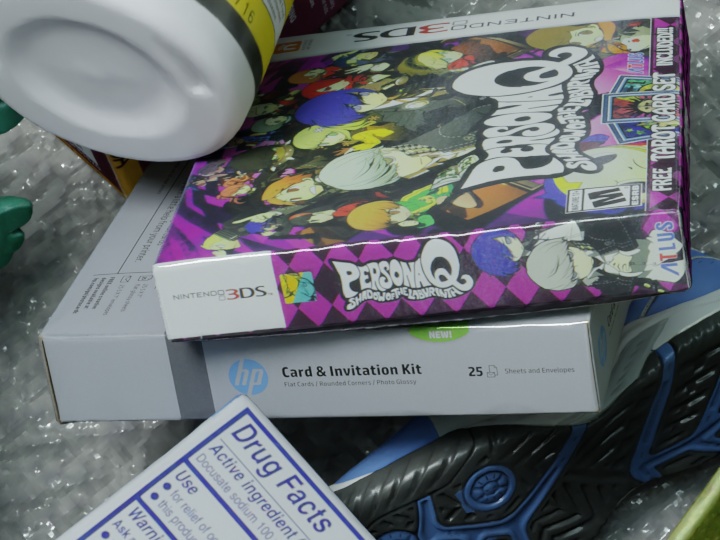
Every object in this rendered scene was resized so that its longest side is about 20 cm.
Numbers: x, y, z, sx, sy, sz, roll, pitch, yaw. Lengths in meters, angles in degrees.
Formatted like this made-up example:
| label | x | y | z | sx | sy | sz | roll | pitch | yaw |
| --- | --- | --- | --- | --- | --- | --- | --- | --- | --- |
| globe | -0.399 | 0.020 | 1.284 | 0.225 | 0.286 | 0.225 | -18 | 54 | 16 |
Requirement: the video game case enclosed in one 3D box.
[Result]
| label | x | y | z | sx | sy | sz | roll | pitch | yaw |
| --- | --- | --- | --- | --- | --- | --- | --- | --- | --- |
| video game case | 0.030 | -0.042 | 0.931 | 0.181 | 0.036 | 0.200 | -6 | 27 | 11 |

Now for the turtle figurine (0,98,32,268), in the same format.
| label | x | y | z | sx | sy | sz | roll | pitch | yaw |
| --- | --- | --- | --- | --- | --- | --- | --- | --- | --- |
| turtle figurine | -0.215 | -0.082 | 1.009 | 0.200 | 0.150 | 0.101 | 36 | 70 | 28 |

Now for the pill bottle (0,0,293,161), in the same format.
| label | x | y | z | sx | sy | sz | roll | pitch | yaw |
| --- | --- | --- | --- | --- | --- | --- | --- | --- | --- |
| pill bottle | -0.064 | -0.149 | 0.943 | 0.111 | 0.111 | 0.200 | 13 | 61 | 14 |

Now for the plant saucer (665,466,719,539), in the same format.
| label | x | y | z | sx | sy | sz | roll | pitch | yaw |
| --- | --- | --- | --- | --- | --- | --- | --- | --- | --- |
| plant saucer | 0.222 | 0.116 | 0.911 | 0.200 | 0.048 | 0.200 | 33 | 73 | 20 |

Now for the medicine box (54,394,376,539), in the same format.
| label | x | y | z | sx | sy | sz | roll | pitch | yaw |
| --- | --- | --- | --- | --- | --- | --- | --- | --- | --- |
| medicine box | -0.058 | 0.179 | 0.854 | 0.200 | 0.103 | 0.182 | -38 | 78 | -23 |

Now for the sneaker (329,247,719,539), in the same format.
| label | x | y | z | sx | sy | sz | roll | pitch | yaw |
| --- | --- | --- | --- | --- | --- | --- | --- | --- | --- |
| sneaker | 0.067 | 0.058 | 0.956 | 0.200 | 0.076 | 0.077 | -26 | 37 | -7 |

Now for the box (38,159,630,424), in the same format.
| label | x | y | z | sx | sy | sz | roll | pitch | yaw |
| --- | --- | --- | --- | --- | --- | --- | --- | --- | --- |
| box | 0.000 | 0.000 | 0.945 | 0.200 | 0.041 | 0.156 | -1 | 28 | 15 |

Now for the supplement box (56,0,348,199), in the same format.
| label | x | y | z | sx | sy | sz | roll | pitch | yaw |
| --- | --- | --- | --- | --- | --- | --- | --- | --- | --- |
| supplement box | -0.068 | -0.143 | 1.054 | 0.110 | 0.086 | 0.200 | 40 | 76 | 23 |
